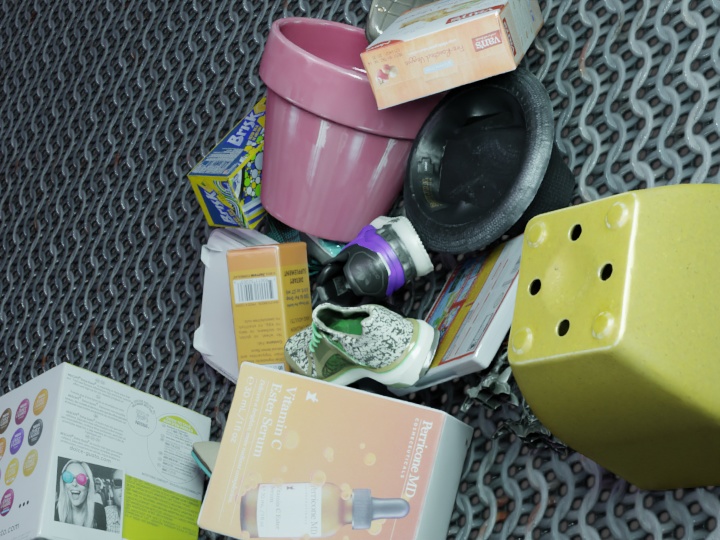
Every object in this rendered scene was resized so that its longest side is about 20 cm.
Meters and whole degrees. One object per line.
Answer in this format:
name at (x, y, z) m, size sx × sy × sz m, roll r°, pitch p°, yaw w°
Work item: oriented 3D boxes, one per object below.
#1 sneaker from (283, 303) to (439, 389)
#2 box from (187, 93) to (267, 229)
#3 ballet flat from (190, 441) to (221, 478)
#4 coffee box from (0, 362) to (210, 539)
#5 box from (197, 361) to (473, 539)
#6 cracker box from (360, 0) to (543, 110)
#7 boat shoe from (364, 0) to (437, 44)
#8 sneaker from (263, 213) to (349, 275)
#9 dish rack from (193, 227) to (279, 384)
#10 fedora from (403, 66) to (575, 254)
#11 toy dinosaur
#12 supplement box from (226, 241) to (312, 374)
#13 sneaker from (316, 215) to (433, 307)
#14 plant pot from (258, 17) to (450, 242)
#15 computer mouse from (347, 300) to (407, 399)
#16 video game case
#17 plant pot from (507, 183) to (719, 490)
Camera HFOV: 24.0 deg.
sneaker at (-0.016, 0.054, 1.534) m, size 0.199 × 0.088 × 0.077 m, roll -7°, pitch 49°, yaw 52°
box at (-0.095, -0.132, 1.811) m, size 0.064 × 0.071 × 0.200 m, roll 7°, pitch 43°, yaw 38°
ballet flat at (-0.113, 0.223, 1.742) m, size 0.070 × 0.069 × 0.200 m, roll -58°, pitch 37°, yaw 13°
coffee box at (-0.305, 0.244, 1.863) m, size 0.199 × 0.199 × 0.200 m, roll -26°, pitch 50°, yaw 44°
box at (-0.020, 0.182, 1.498) m, size 0.198 × 0.106 × 0.154 m, roll 11°, pitch 81°, yaw 20°
cracker box at (0.089, -0.216, 1.573) m, size 0.133 × 0.058 × 0.200 m, roll -15°, pitch 16°, yaw 18°
boat shoe at (0.053, -0.281, 1.757) m, size 0.073 × 0.074 × 0.201 m, roll -49°, pitch 6°, yaw 48°
sneaker at (-0.051, -0.025, 1.797) m, size 0.200 × 0.077 × 0.092 m, roll 43°, pitch 123°, yaw 58°
dish rack at (-0.126, 0.045, 1.820) m, size 0.199 × 0.043 × 0.174 m, roll 26°, pitch 113°, yaw 56°
fedora at (0.129, -0.090, 1.547) m, size 0.200 × 0.091 × 0.203 m, roll -31°, pitch 48°, yaw 42°
toy dinosaur at (0.153, 0.076, 1.447) m, size 0.200 × 0.101 × 0.137 m, roll -41°, pitch 23°, yaw 61°
supplement box at (-0.084, 0.075, 1.697) m, size 0.068 × 0.066 × 0.203 m, roll -3°, pitch 93°, yaw 26°
sneaker at (0.000, -0.001, 1.613) m, size 0.099 × 0.070 × 0.200 m, roll -31°, pitch 0°, yaw -9°
plant pot at (-0.018, -0.137, 1.711) m, size 0.200 × 0.198 × 0.181 m, roll 48°, pitch 126°, yaw 54°
computer mouse at (0.005, 0.102, 1.604) m, size 0.137 × 0.053 × 0.202 m, roll -5°, pitch 53°, yaw 13°
video game case at (0.097, 0.037, 1.496) m, size 0.144 × 0.017 × 0.200 m, roll -59°, pitch 12°, yaw -20°
plant pot at (0.221, 0.036, 1.251) m, size 0.193 × 0.199 × 0.198 m, roll -14°, pitch 59°, yaw 50°
